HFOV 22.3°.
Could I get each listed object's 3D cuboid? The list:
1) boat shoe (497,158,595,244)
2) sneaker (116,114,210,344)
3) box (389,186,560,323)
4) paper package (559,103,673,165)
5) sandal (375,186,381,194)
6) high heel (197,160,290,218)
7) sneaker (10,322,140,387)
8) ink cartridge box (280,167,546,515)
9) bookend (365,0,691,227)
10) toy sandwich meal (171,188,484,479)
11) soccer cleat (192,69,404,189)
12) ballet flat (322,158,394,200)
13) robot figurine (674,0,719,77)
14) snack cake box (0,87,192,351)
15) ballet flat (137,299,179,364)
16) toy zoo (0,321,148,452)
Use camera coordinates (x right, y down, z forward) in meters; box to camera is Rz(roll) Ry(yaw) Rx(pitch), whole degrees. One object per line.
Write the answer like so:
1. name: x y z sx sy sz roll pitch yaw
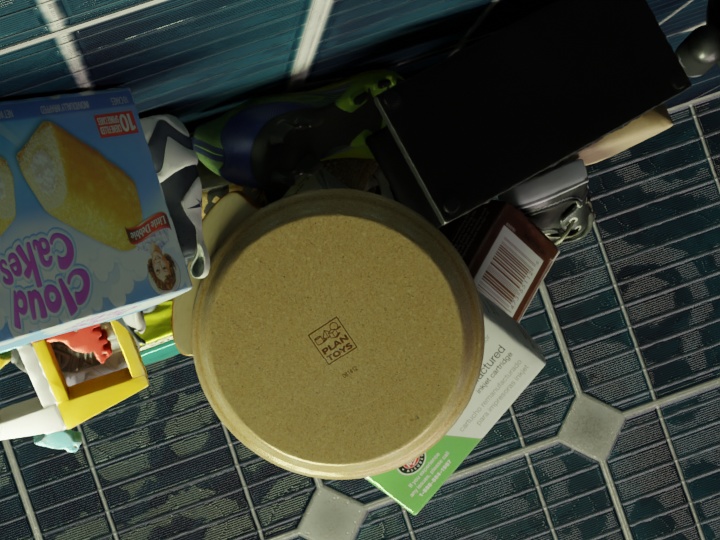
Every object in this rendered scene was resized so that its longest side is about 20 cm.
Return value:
1. boat shoe: 0.154 -0.050 1.426 0.069 0.057 0.200 -20 177 13
2. sneaker: -0.183 -0.006 1.131 0.199 0.130 0.079 -19 178 3
3. box: 0.048 -0.003 1.412 0.200 0.075 0.100 13 -112 52
4. paper package: 0.122 -0.120 1.491 0.200 0.104 0.191 -18 179 -16
5. sandal: -0.083 -0.052 1.393 0.200 0.048 0.075 1 164 20
6. high heel: -0.110 -0.023 1.279 0.071 0.143 0.200 31 -145 29
7. sneaker: -0.239 0.014 1.315 0.200 0.078 0.099 24 -150 9
8. ink cartridge box: 0.002 0.047 1.258 0.145 0.200 0.084 -50 -165 7
9. bookend: 0.084 -0.097 1.234 0.199 0.092 0.200 -29 180 -19
10. toy sandwich meal: -0.021 0.037 1.162 0.205 0.206 0.070 -19 -173 7
11. soccer cleat: -0.034 -0.103 1.237 0.084 0.065 0.200 15 -157 30
12. ballet flat: 0.000 0.000 1.324 0.065 0.200 0.071 1 -159 15
13. robot figurine: 0.301 -0.178 1.237 0.150 0.125 0.200 -62 178 1
14. snack cake box: -0.178 -0.019 0.899 0.067 0.115 0.200 -20 179 31
15. ballet flat: -0.103 0.022 1.404 0.200 0.067 0.067 -13 166 11
16. toy zoo: -0.226 0.039 1.235 0.131 0.200 0.020 -19 -151 -2
